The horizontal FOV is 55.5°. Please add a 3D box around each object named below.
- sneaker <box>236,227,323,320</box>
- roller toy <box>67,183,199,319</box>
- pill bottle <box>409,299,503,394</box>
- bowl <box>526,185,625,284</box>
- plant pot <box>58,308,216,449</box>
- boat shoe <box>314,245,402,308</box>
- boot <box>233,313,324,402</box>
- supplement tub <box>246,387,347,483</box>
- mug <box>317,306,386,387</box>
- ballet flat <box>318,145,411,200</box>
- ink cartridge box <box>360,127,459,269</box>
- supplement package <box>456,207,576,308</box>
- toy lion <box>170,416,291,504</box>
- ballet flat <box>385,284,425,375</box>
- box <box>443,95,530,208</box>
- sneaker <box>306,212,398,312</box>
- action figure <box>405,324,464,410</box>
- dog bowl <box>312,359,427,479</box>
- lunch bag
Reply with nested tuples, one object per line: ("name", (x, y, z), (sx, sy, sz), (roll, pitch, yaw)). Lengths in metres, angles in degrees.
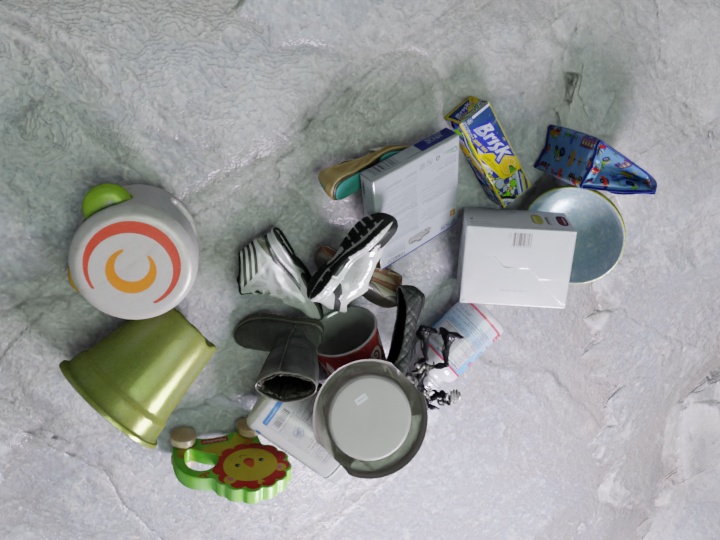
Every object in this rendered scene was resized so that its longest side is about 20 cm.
("sneaker", (-0.149, 0.026, 1.205), (0.115, 0.076, 0.201), (-26, 122, 5))
("roller toy", (-0.340, -0.030, 1.043), (0.181, 0.140, 0.201), (16, 109, -19))
("pill bottle", (0.182, 0.151, 1.372), (0.200, 0.109, 0.109), (-44, 122, 0))
("bowl", (0.431, -0.085, 1.369), (0.108, 0.198, 0.202), (-40, 135, -56))
("plant pot", (-0.341, 0.149, 1.104), (0.184, 0.200, 0.201), (-47, 122, -12))
("boat shoe", (0.000, 0.000, 1.255), (0.199, 0.075, 0.072), (32, 65, -33))
("boot", (-0.147, 0.147, 1.145), (0.180, 0.200, 0.073), (-6, 118, 9))
("supplement tub", (-0.096, 0.281, 1.253), (0.199, 0.132, 0.132), (36, 95, -7))
("mug", (-0.023, 0.185, 1.308), (0.134, 0.176, 0.201), (-54, 136, -40))
("ballet flat", (0.014, -0.182, 1.176), (0.199, 0.063, 0.069), (-25, 141, -31))
("ink cartridge box", (0.092, -0.127, 1.217), (0.196, 0.043, 0.201), (-31, 140, -24))
("supplement package", (0.290, -0.026, 1.299), (0.198, 0.111, 0.157), (3, 113, 3))
("toy lion", (-0.230, 0.348, 1.224), (0.198, 0.192, 0.069), (-3, 113, -22))
("ballet flat", (0.067, 0.124, 1.244), (0.056, 0.066, 0.202), (17, 82, -24))
("box", (0.236, -0.218, 1.263), (0.070, 0.064, 0.200), (-39, 122, -4))
("sneaker", (-0.003, -0.013, 1.159), (0.080, 0.074, 0.200), (34, 108, -29))
("action figure", (0.121, 0.206, 1.272), (0.118, 0.102, 0.202), (14, 96, -17))
("dog bowl", (0.014, 0.249, 1.174), (0.198, 0.059, 0.202), (0, 88, -8))
("lunch bag", (0.468, -0.202, 1.322), (0.198, 0.151, 0.095), (10, 108, -27))
